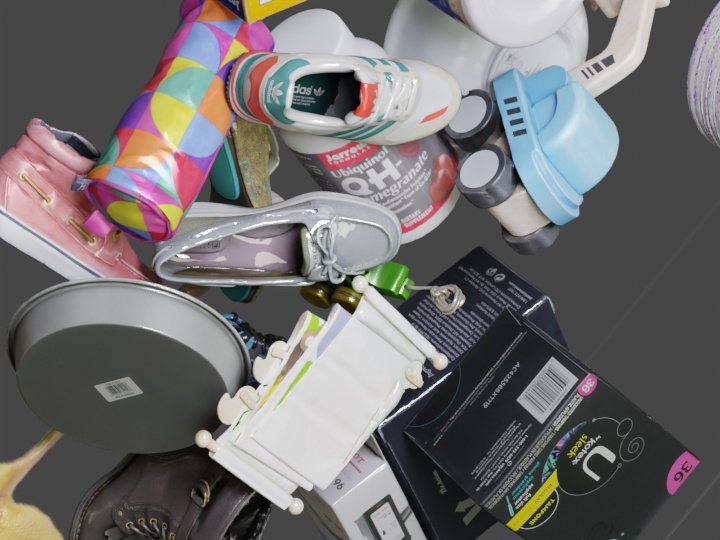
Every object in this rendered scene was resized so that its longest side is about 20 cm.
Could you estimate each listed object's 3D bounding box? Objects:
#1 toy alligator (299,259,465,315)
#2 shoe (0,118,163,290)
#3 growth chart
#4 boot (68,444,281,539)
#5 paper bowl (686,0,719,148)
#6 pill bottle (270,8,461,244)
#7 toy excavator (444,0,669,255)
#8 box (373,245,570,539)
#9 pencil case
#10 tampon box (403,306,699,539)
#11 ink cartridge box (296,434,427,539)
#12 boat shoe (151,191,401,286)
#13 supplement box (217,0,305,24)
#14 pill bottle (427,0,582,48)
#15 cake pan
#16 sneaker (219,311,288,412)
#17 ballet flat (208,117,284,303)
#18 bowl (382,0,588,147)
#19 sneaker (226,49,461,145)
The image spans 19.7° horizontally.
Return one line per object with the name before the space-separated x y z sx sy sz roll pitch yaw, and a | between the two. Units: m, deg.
toy alligator | 0.000 0.000 1.723 0.054 0.199 0.060 42 68 -40
shoe | -0.208 -0.040 1.630 0.200 0.071 0.091 34 98 -40
growth chart | -0.031 0.100 1.674 0.200 0.018 0.145 -46 124 -9
boot | -0.159 0.220 1.752 0.069 0.174 0.201 20 103 -41
paper bowl | 0.416 -0.186 1.964 0.200 0.104 0.202 -19 127 -27
pill bottle | -0.004 -0.119 1.700 0.111 0.111 0.200 -44 133 -5
toy excavator | 0.174 -0.137 1.690 0.199 0.195 0.100 -27 136 18
box | 0.095 0.122 1.913 0.200 0.117 0.197 -37 131 -13
pencil case | -0.141 -0.116 1.582 0.088 0.088 0.201 52 57 -43
tampon box | 0.170 0.156 1.822 0.150 0.126 0.200 -51 133 3
ink cartridge box | -0.011 0.201 1.888 0.068 0.116 0.201 -36 131 -13
boat shoe | -0.066 -0.017 1.656 0.200 0.065 0.075 1 122 -4
supplement box | -0.075 -0.305 1.537 0.108 0.109 0.201 -23 127 -22
pill bottle | 0.079 -0.263 1.609 0.119 0.200 0.120 -17 125 -26
cake pan | -0.188 0.082 1.663 0.199 0.037 0.201 3 140 3
sneaker | -0.093 0.080 1.784 0.199 0.073 0.082 -5 121 -33
ballet flat | -0.092 -0.065 1.706 0.070 0.071 0.201 -23 128 -22
bowl | 0.124 -0.182 1.768 0.200 0.090 0.202 -18 126 -27
sneaker | 0.003 -0.127 1.573 0.199 0.093 0.071 3 101 -30
